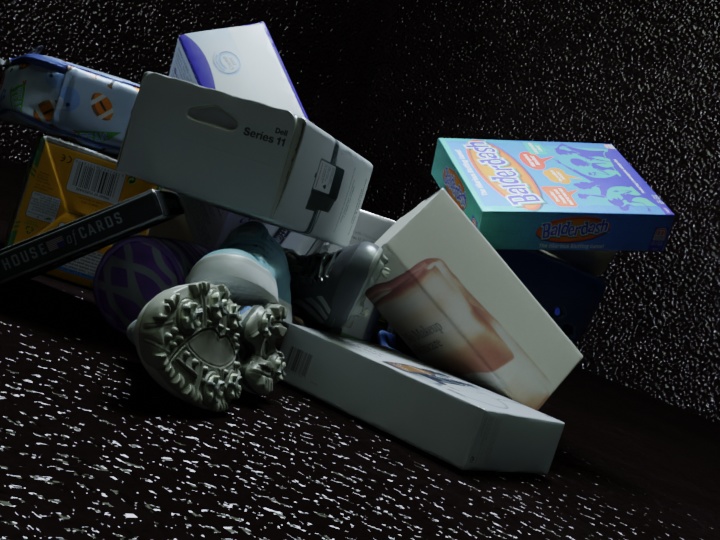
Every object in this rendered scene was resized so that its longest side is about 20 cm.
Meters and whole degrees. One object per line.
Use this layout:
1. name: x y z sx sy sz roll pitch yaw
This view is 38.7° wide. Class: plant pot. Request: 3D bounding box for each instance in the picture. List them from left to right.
1. plant pot: 0.122 0.052 1.092 0.198 0.182 0.200 23 1 -2

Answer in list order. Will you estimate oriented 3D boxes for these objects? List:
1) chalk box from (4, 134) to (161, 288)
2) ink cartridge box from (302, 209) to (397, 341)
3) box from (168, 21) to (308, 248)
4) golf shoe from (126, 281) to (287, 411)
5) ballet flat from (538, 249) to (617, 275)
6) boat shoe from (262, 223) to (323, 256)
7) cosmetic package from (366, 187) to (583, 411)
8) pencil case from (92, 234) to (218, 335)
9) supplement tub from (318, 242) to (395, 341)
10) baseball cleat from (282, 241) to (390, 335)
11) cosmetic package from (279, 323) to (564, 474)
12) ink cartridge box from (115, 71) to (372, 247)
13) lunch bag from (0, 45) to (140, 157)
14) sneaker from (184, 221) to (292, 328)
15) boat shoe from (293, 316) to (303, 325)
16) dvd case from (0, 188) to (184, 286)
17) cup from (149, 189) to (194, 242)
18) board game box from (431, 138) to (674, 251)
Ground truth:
1. chalk box: -0.288 -0.062 1.053 0.123 0.126 0.200 18 1 -19
2. ink cartridge box: 0.000 0.000 1.068 0.067 0.202 0.117 19 2 5
3. box: -0.139 -0.132 1.125 0.104 0.186 0.200 -16 -19 -26
4. golf shoe: -0.118 0.050 0.673 0.096 0.079 0.200 2 -8 13
5. ballet flat: 0.178 -0.050 1.085 0.198 0.070 0.069 26 4 24
6. boat shoe: -0.082 -0.021 1.046 0.072 0.201 0.066 36 -1 20
7. cosmetic package: 0.092 0.039 0.935 0.200 0.087 0.103 49 -25 -3
8. pencil case: -0.150 0.020 0.878 0.086 0.084 0.200 55 11 11
9. supplement tub: 0.020 0.036 1.499 0.198 0.124 0.122 21 2 9
10. baseball cleat: -0.041 0.011 0.902 0.106 0.070 0.200 31 -24 -2
11. cosmetic package: 0.048 0.106 0.848 0.198 0.052 0.150 21 -1 36
12. ink cartridge box: -0.089 -0.087 0.854 0.145 0.084 0.200 18 0 17
13. lunch bag: -0.270 -0.159 1.034 0.198 0.077 0.160 19 -1 -28
14. sneaker: -0.096 -0.002 0.805 0.073 0.083 0.200 -6 -12 0
15. boat shoe: -0.057 0.047 1.299 0.064 0.073 0.199 5 0 25
16. dvd case: -0.218 -0.026 0.814 0.149 0.025 0.200 -23 6 -4
17. cup: -0.178 -0.050 1.359 0.144 0.201 0.199 50 18 30
18. board game box: 0.185 -0.076 1.013 0.197 0.045 0.153 -1 33 -15
